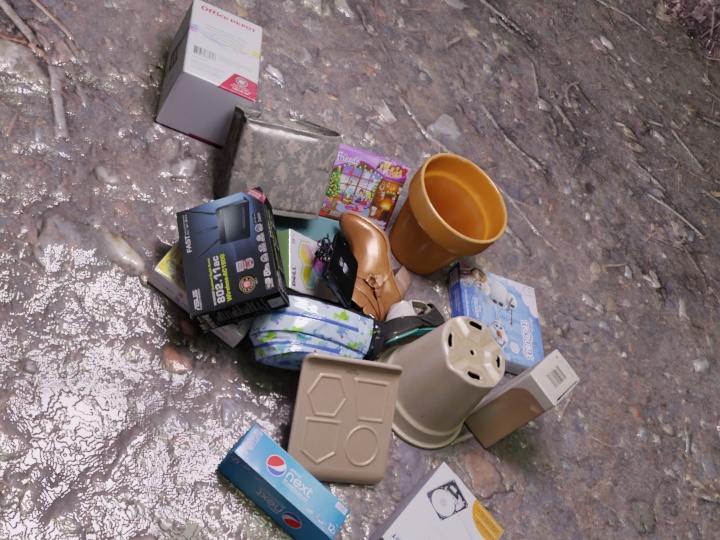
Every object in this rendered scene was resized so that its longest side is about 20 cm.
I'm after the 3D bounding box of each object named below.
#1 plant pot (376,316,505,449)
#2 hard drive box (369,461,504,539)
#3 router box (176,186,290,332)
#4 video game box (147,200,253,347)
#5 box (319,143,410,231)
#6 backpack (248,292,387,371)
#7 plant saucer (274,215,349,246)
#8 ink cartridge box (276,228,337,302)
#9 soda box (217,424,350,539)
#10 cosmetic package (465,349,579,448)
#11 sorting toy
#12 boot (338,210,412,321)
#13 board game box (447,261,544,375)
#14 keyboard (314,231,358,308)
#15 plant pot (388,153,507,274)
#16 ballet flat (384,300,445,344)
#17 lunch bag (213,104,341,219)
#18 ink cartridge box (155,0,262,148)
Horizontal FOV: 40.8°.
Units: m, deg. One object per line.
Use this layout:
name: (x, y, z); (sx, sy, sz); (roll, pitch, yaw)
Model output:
plant pot: (0.149, 0.181, 1.682); (0.198, 0.183, 0.203); (19, 50, -24)
hard drive box: (0.118, 0.437, 1.554); (0.156, 0.077, 0.200); (47, 45, 3)
router box: (-0.204, -0.019, 1.532); (0.148, 0.062, 0.202); (-17, 61, 6)
video game box: (-0.233, 0.003, 1.629); (0.182, 0.047, 0.201); (41, 44, -9)
box: (-0.017, -0.162, 1.842); (0.198, 0.138, 0.039); (13, 19, -28)
backpack: (-0.085, 0.104, 1.582); (0.199, 0.162, 0.155); (35, 65, -29)
plant saucer: (-0.104, -0.080, 1.803); (0.198, 0.019, 0.071); (11, 54, -29)
ink cartridge box: (-0.115, -0.004, 1.641); (0.199, 0.059, 0.105); (27, 57, -53)
soda box: (-0.116, 0.331, 1.463); (0.200, 0.068, 0.064); (43, 44, -3)
cosmetic package: (0.287, 0.233, 1.735); (0.105, 0.200, 0.071); (-31, 81, -44)
sorting toy: (-0.030, 0.239, 1.551); (0.183, 0.036, 0.203); (11, 91, -30)
boot: (0.000, 0.000, 1.773); (0.201, 0.074, 0.155); (49, 49, -5)
board game box: (0.272, 0.101, 1.930); (0.197, 0.043, 0.202); (18, 50, -27)
keyboard: (-0.048, -0.008, 1.640); (0.105, 0.039, 0.200); (59, 14, -16)
plant pot: (0.153, -0.093, 1.881); (0.198, 0.183, 0.203); (18, 51, -24)
ballet flat: (0.086, 0.091, 1.767); (0.199, 0.067, 0.069); (-3, 72, -59)
lunch bag: (-0.142, -0.188, 1.723); (0.197, 0.166, 0.118); (10, 18, -23)
ink cartridge box: (-0.277, -0.365, 1.787); (0.144, 0.145, 0.202); (19, 50, -23)
